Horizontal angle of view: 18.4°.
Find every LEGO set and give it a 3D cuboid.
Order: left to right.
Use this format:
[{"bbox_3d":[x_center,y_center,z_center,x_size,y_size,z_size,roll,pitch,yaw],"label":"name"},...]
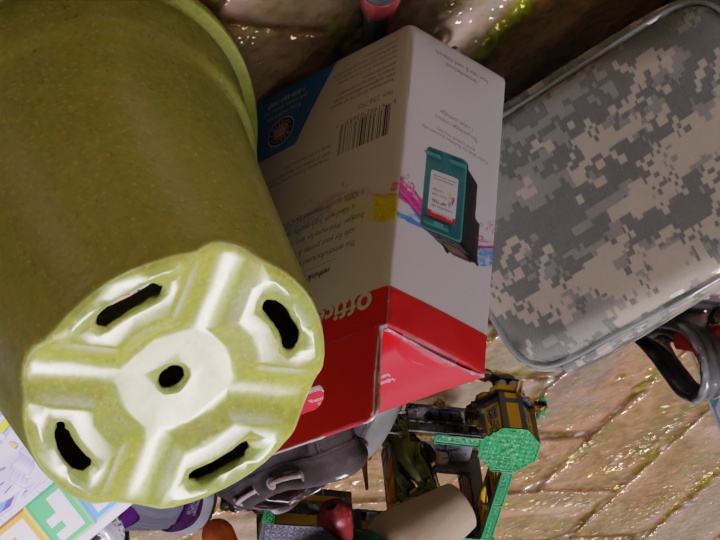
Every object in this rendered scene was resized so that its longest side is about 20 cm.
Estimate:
[{"bbox_3d":[0.012,0.097,1.368,0.199,0.116,0.154,-1,129,-4],"label":"LEGO set"}]

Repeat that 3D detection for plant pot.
[{"bbox_3d":[-0.106,-0.002,0.964,0.199,0.184,0.201,-14,128,-18],"label":"plant pot"}]

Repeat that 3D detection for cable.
[{"bbox_3d":[0.173,0.029,1.254,0.050,0.098,0.200,6,173,-23],"label":"cable"}]

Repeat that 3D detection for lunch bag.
[{"bbox_3d":[0.152,-0.046,1.146,0.200,0.140,0.168,-32,171,23],"label":"lunch bag"}]

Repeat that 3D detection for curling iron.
[{"bbox_3d":[0.019,-0.134,1.033,0.049,0.026,0.200,-11,151,0],"label":"curling iron"}]

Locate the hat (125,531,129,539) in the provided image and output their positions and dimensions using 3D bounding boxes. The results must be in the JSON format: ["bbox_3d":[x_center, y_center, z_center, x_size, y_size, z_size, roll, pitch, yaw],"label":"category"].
[{"bbox_3d":[-0.195,0.169,1.371,0.200,0.081,0.201,-14,149,-8],"label":"hat"}]

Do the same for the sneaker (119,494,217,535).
[{"bbox_3d":[-0.116,0.089,1.263,0.087,0.075,0.200,-9,139,-26],"label":"sneaker"}]

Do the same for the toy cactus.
[{"bbox_3d":[-0.012,0.174,1.288,0.165,0.102,0.200,-31,154,-21],"label":"toy cactus"}]

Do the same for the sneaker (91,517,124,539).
[{"bbox_3d":[-0.238,0.171,1.257,0.199,0.114,0.076,6,140,7],"label":"sneaker"}]

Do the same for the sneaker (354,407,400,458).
[{"bbox_3d":[-0.028,0.022,1.204,0.114,0.076,0.200,-4,132,-12],"label":"sneaker"}]

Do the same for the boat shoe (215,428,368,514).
[{"bbox_3d":[-0.039,0.104,1.176,0.067,0.057,0.200,-29,171,-17],"label":"boat shoe"}]

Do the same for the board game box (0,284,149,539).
[{"bbox_3d":[-0.170,0.076,1.117,0.200,0.034,0.135,-40,116,-13],"label":"board game box"}]

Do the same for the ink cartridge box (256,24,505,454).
[{"bbox_3d":[0.000,0.000,1.043,0.067,0.201,0.116,27,147,-35],"label":"ink cartridge box"}]

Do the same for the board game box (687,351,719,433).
[{"bbox_3d":[0.227,0.048,1.280,0.034,0.201,0.135,-13,150,-8],"label":"board game box"}]
